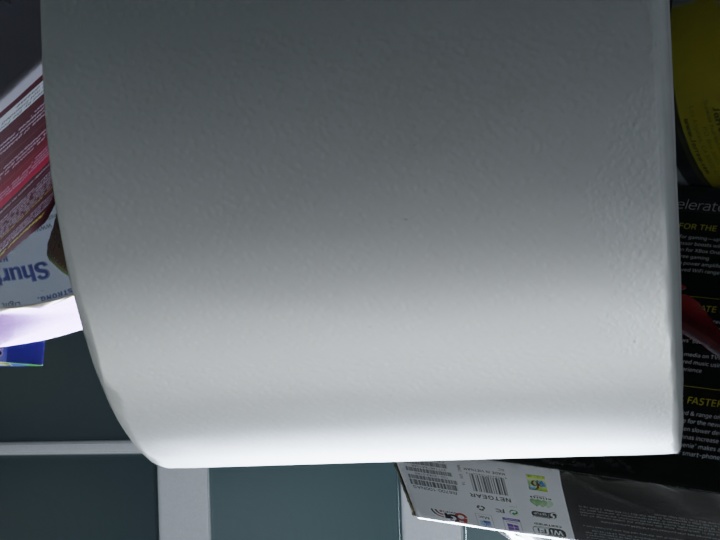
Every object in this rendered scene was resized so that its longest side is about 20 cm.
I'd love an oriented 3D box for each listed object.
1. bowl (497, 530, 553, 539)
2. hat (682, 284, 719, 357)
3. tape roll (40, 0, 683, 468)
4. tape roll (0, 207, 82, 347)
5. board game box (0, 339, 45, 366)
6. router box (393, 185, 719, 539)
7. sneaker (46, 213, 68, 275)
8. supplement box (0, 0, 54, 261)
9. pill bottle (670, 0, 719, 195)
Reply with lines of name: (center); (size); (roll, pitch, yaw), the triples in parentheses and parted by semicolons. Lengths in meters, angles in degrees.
bowl: (0.128, 0.085, 0.881); (0.199, 0.095, 0.201); (-13, -168, 3)
hat: (0.037, -0.026, 0.682); (0.198, 0.177, 0.166); (-16, 140, 20)
tape roll: (0.013, -0.051, 0.502); (0.138, 0.205, 0.203); (-3, 177, 10)
tape roll: (-0.145, -0.048, 0.827); (0.198, 0.066, 0.201); (-16, 149, -10)
board game box: (-0.269, 0.023, 0.928); (0.198, 0.035, 0.135); (6, 175, -29)
router box: (0.129, 0.037, 0.736); (0.198, 0.150, 0.051); (6, 141, 23)
sneaker: (-0.086, -0.029, 0.739); (0.089, 0.201, 0.067); (-28, -141, 3)
supplement box: (-0.133, -0.049, 0.628); (0.109, 0.061, 0.200); (-50, 179, -36)
pill bottle: (0.215, -0.089, 0.744); (0.199, 0.113, 0.112); (-5, 176, 36)
